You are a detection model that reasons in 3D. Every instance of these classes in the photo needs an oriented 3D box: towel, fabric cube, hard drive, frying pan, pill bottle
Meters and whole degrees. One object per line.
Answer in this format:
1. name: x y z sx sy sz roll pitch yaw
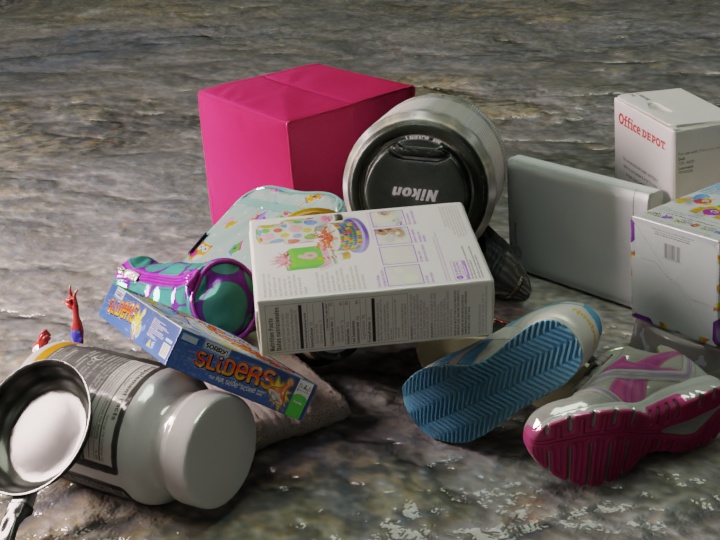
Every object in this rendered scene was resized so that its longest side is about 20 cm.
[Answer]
1. towel: -0.109 0.112 1.242 0.132 0.035 0.200 -17 25 -25
2. fabric cube: -0.060 -0.134 1.621 0.199 0.197 0.199 -20 26 -34
3. hard drive: 0.240 -0.043 1.418 0.027 0.133 0.200 -20 27 -34
4. frying pan: -0.251 0.157 1.026 0.115 0.031 0.191 -26 56 14
5. pill bottle: -0.194 0.132 1.102 0.199 0.117 0.116 10 26 31

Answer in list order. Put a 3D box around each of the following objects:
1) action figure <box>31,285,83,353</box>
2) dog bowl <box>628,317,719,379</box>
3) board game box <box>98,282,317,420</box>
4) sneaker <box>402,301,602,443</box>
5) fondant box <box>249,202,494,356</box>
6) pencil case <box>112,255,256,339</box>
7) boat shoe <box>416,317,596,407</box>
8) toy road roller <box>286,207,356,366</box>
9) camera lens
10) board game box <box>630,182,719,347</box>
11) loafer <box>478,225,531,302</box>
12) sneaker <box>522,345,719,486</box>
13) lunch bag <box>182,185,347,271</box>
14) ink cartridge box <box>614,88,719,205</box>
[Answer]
1. action figure: -0.272 0.083 1.272 0.065 0.100 0.200 -21 24 -37
2. dog bowl: 0.352 0.062 1.236 0.199 0.059 0.200 -4 21 2
3. board game box: -0.138 0.068 1.138 0.135 0.035 0.200 26 -2 -29
4. sneaker: 0.123 0.089 1.132 0.200 0.077 0.081 -27 1 36
5. fondant box: 0.005 0.004 1.140 0.199 0.059 0.145 -4 30 -5
6. pencil case: -0.185 0.028 1.341 0.200 0.092 0.085 1 55 54
7. boat shoe: 0.148 0.080 1.212 0.201 0.074 0.063 9 33 41
8. toy road roller: 0.000 0.000 1.269 0.199 0.147 0.123 -21 -3 -12
9. camera lens: 0.074 -0.102 1.402 0.159 0.161 0.200 0 15 11
10. board game box: 0.358 -0.019 1.217 0.199 0.104 0.105 -20 26 -32
11. loafer: 0.142 -0.005 1.458 0.072 0.073 0.200 33 13 -9
12. sneaker: 0.212 0.115 1.092 0.199 0.082 0.088 -8 36 -29
13. lunch bag: -0.096 -0.021 1.418 0.200 0.077 0.161 14 59 50
14. ink cartridge box: 0.338 -0.081 1.401 0.084 0.201 0.145 -10 23 -11
